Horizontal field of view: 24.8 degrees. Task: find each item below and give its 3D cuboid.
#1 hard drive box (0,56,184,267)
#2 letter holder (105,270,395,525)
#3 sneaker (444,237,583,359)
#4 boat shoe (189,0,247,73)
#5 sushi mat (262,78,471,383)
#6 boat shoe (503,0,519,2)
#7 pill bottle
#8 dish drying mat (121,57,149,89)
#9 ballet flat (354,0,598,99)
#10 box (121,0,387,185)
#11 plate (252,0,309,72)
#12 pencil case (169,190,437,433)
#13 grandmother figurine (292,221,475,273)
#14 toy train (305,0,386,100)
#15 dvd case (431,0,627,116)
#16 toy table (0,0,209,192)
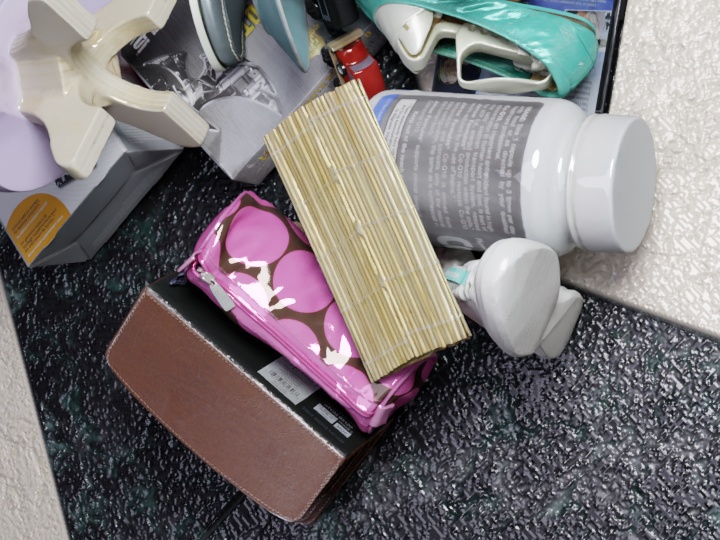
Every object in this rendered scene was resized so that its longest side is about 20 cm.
[{"bbox_3d":[-0.265,-0.129,1.391,0.156,0.077,0.200,-46,69,30],"label":"hard drive box"},{"bbox_3d":[-0.102,0.113,1.277,0.200,0.101,0.142,40,116,9],"label":"letter holder"},{"bbox_3d":[0.093,0.016,1.139,0.088,0.200,0.075,24,84,20],"label":"sneaker"},{"bbox_3d":[-0.097,-0.252,1.255,0.062,0.073,0.200,-4,81,10],"label":"boat shoe"},{"bbox_3d":[0.003,-0.027,1.154,0.096,0.012,0.200,-26,86,38],"label":"sushi mat"},{"bbox_3d":[0.049,-0.250,1.220,0.200,0.069,0.074,19,133,20],"label":"boat shoe"},{"bbox_3d":[0.101,-0.068,1.164,0.200,0.114,0.114,7,94,28],"label":"pill bottle"},{"bbox_3d":[-0.192,-0.227,1.396,0.077,0.018,0.200,-25,78,27],"label":"dish drying mat"},{"bbox_3d":[0.069,-0.169,1.174,0.200,0.067,0.070,18,66,15],"label":"ballet flat"},{"bbox_3d":[-0.076,-0.193,1.306,0.200,0.048,0.158,-46,70,15],"label":"box"},{"bbox_3d":[-0.069,-0.238,1.172,0.026,0.200,0.200,-12,84,6],"label":"plate"},{"bbox_3d":[-0.040,0.036,1.220,0.200,0.094,0.091,38,117,2],"label":"pencil case"},{"bbox_3d":[0.000,0.000,1.273,0.200,0.061,0.121,3,104,30],"label":"grandmother figurine"},{"bbox_3d":[-0.002,-0.148,1.232,0.046,0.034,0.200,26,142,53],"label":"toy train"},{"bbox_3d":[0.122,-0.149,1.228,0.143,0.018,0.200,11,95,27],"label":"dvd case"},{"bbox_3d":[-0.209,-0.152,1.223,0.117,0.184,0.200,1,71,39],"label":"toy table"}]
